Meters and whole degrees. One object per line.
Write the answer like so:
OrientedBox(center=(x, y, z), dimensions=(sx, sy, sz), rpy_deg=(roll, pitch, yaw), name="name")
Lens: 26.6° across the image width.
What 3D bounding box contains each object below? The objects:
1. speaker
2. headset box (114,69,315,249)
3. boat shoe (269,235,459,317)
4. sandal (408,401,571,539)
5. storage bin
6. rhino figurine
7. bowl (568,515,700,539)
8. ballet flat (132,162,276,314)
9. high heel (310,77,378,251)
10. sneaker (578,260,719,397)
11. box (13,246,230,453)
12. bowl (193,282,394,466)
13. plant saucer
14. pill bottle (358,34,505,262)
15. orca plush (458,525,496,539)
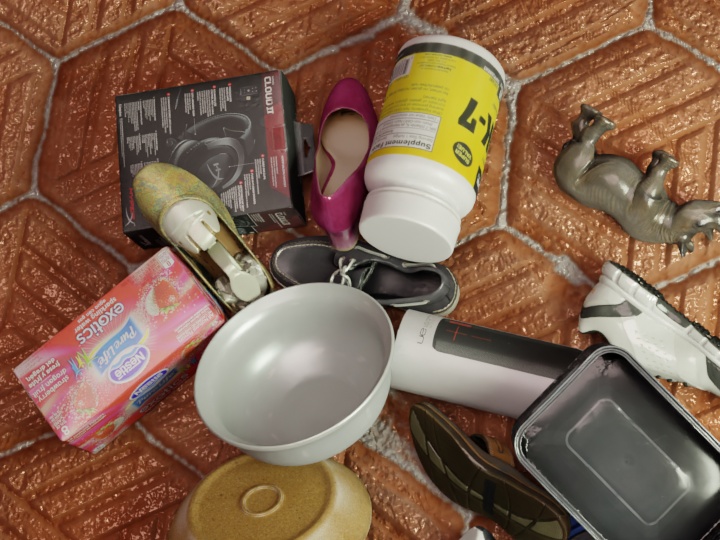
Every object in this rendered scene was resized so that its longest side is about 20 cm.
OrientedBox(center=(0.129, 0.098, 1.463), dimensions=(0.198, 0.081, 0.082), rpy_deg=(13, 79, 13), name="speaker")
OrientedBox(center=(-0.144, -0.114, 1.562), dimensions=(0.198, 0.077, 0.150), rpy_deg=(-8, 76, 7), name="headset box")
OrientedBox(center=(0.000, 0.000, 1.517), dimensions=(0.198, 0.063, 0.073), rpy_deg=(12, 79, 12), name="boat shoe")
OrientedBox(center=(0.126, 0.190, 1.443), dimensions=(0.199, 0.082, 0.054), rpy_deg=(30, 42, 32), name="sandal")
OrientedBox(center=(0.242, 0.174, 1.354), dimensions=(0.135, 0.094, 0.200), rpy_deg=(-45, 85, 2), name="storage bin")
OrientedBox(center=(0.277, -0.077, 1.487), dimensions=(0.199, 0.060, 0.088), rpy_deg=(34, 104, 15), name="rhino figurine")
OrientedBox(center=(0.241, 0.319, 1.412), dimensions=(0.198, 0.039, 0.203), rpy_deg=(-2, 77, 9), name="bowl")
OrientedBox(center=(-0.145, -0.024, 1.486), dimensions=(0.070, 0.200, 0.071), rpy_deg=(-25, 34, 19), name="ballet flat")
OrientedBox(center=(-0.021, -0.126, 1.518), dimensions=(0.067, 0.096, 0.202), rpy_deg=(3, 62, 11), name="high heel")
OrientedBox(center=(0.295, 0.078, 1.452), dimensions=(0.200, 0.074, 0.080), rpy_deg=(39, 100, 20), name="sneaker")
OrientedBox(center=(-0.230, 0.081, 1.519), dimensions=(0.199, 0.100, 0.096), rpy_deg=(-39, 73, -1), name="box")
OrientedBox(center=(-0.052, 0.114, 1.453), dimensions=(0.199, 0.091, 0.202), rpy_deg=(-11, 44, 11), name="bowl")
OrientedBox(center=(-0.089, 0.227, 1.430), dimensions=(0.198, 0.036, 0.201), rpy_deg=(-8, 34, 6), name="plant saucer")
OrientedBox(center=(0.068, -0.118, 1.489), dimensions=(0.113, 0.114, 0.202), rpy_deg=(11, 68, 12), name="pill bottle")
OrientedBox(center=(0.092, 0.344, 1.416), dimensions=(0.071, 0.105, 0.201), rpy_deg=(30, 66, -20), name="orca plush")
